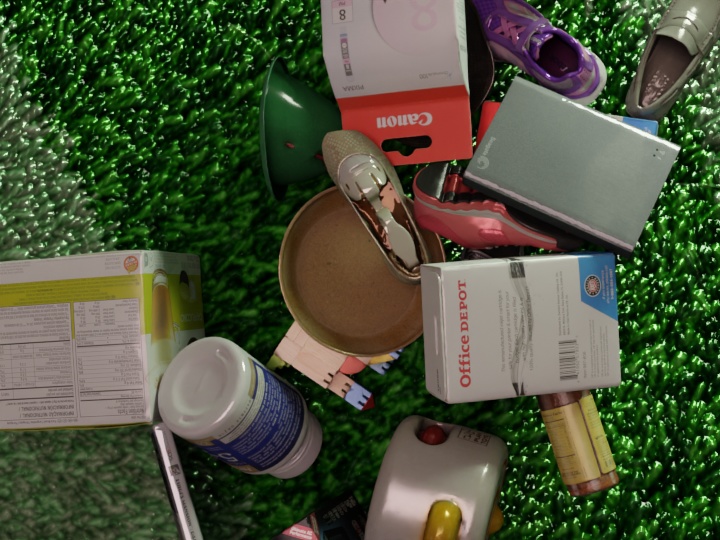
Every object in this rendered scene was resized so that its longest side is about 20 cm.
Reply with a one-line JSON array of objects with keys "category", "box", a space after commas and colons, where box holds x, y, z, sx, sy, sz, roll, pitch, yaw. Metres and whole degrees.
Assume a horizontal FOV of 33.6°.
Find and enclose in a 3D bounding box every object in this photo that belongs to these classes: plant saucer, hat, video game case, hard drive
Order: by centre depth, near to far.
[{"category": "hard drive", "box": [0.229, -0.114, 1.303, 0.199, 0.033, 0.140, 25, 71, 11]}, {"category": "plant saucer", "box": [0.000, 0.000, 1.373, 0.199, 0.035, 0.201, 2, 84, -16]}, {"category": "hat", "box": [0.054, -0.247, 1.391, 0.200, 0.081, 0.201, 1, 91, 34]}, {"category": "hat", "box": [-0.013, -0.156, 1.403, 0.175, 0.200, 0.166, 3, 65, 8]}, {"category": "video game case", "box": [-0.215, 0.271, 1.416, 0.023, 0.200, 0.182, -16, 85, -13]}]

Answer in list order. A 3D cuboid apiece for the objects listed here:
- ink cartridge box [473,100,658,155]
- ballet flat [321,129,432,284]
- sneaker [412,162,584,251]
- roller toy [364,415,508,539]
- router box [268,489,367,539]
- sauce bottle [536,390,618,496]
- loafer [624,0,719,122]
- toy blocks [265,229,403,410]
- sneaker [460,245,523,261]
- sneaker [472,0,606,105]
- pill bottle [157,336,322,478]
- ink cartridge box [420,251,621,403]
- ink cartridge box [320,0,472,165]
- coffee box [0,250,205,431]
[{"category": "ink cartridge box", "box": [0.234, -0.125, 1.378, 0.199, 0.067, 0.117, 10, 91, 13]}, {"category": "ballet flat", "box": [0.024, -0.075, 1.331, 0.067, 0.062, 0.200, -33, 93, 1]}, {"category": "sneaker", "box": [0.153, -0.058, 1.347, 0.199, 0.087, 0.074, 17, 51, 5]}, {"category": "roller toy", "box": [0.093, 0.263, 1.342, 0.139, 0.200, 0.183, 13, 59, 12]}, {"category": "router box", "box": [-0.021, 0.342, 1.359, 0.062, 0.200, 0.150, -33, 82, 12]}, {"category": "sauce bottle", "box": [0.239, 0.157, 1.374, 0.066, 0.066, 0.201, -17, 83, 12]}, {"category": "loafer", "box": [0.364, -0.259, 1.349, 0.070, 0.070, 0.201, 26, 94, 13]}, {"category": "toy blocks", "box": [-0.005, 0.073, 1.425, 0.136, 0.100, 0.200, 33, 89, 0]}, {"category": "sneaker", "box": [0.134, 0.026, 1.374, 0.075, 0.115, 0.201, 17, 93, 13]}, {"category": "sneaker", "box": [0.193, -0.266, 1.381, 0.200, 0.088, 0.081, 35, 99, 14]}, {"category": "pill bottle", "box": [-0.131, 0.168, 1.382, 0.119, 0.200, 0.120, -15, 56, 24]}, {"category": "ink cartridge box", "box": [0.170, 0.058, 1.288, 0.199, 0.084, 0.145, -4, 94, -13]}, {"category": "ink cartridge box", "box": [0.040, -0.221, 1.329, 0.162, 0.057, 0.201, -3, 86, 24]}, {"category": "coffee box", "box": [-0.310, 0.084, 1.436, 0.199, 0.200, 0.199, -4, 88, 12]}]
